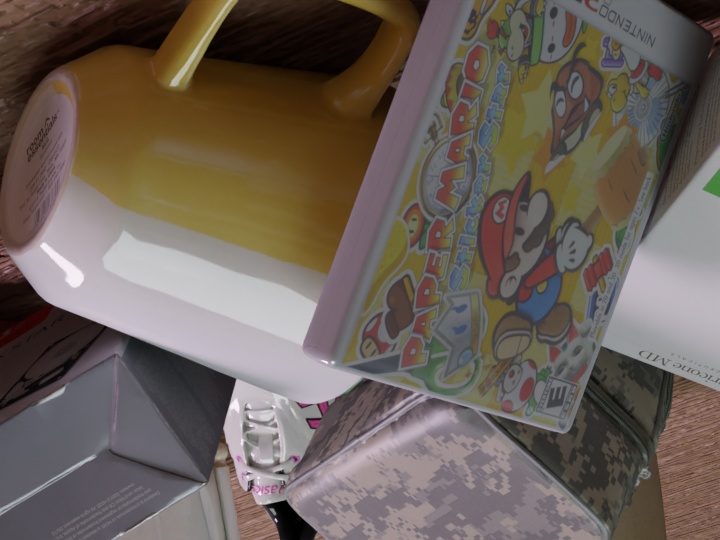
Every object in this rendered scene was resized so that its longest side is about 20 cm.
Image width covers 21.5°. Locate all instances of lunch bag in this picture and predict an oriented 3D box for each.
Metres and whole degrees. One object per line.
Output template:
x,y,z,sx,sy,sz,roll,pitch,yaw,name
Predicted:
0.077,0.077,1.052,0.139,0.168,0.200,38,141,-10,lunch bag

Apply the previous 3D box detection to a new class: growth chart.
-0.166,0.176,1.280,0.199,0.145,0.018,-3,177,-28,growth chart

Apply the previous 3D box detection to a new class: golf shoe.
-0.046,0.092,1.147,0.072,0.092,0.200,-4,143,13,golf shoe

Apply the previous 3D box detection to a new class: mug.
-0.068,-0.047,0.836,0.153,0.187,0.149,14,-179,-29,mug

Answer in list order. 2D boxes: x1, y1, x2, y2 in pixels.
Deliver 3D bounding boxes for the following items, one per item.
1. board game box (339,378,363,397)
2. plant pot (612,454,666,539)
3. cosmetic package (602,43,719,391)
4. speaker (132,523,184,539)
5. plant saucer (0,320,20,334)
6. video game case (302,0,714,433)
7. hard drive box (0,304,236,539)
0.043,0.062,1.230,0.200,0.029,0.134,-28,152,37,board game box
0.132,0.184,1.285,0.187,0.201,0.187,-18,168,-4,plant pot
0.190,-0.030,0.915,0.107,0.085,0.200,20,145,-6,cosmetic package
-0.201,0.176,1.320,0.199,0.089,0.088,3,154,-28,speaker
-0.241,0.075,1.134,0.199,0.037,0.200,6,153,-31,plant saucer
0.071,-0.038,0.824,0.023,0.201,0.182,22,-178,40,video game case
-0.146,0.075,0.936,0.155,0.077,0.200,-31,-167,10,hard drive box
